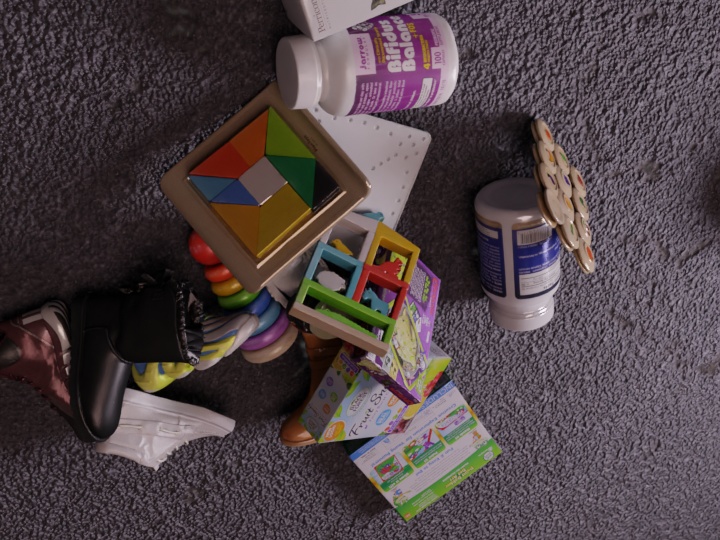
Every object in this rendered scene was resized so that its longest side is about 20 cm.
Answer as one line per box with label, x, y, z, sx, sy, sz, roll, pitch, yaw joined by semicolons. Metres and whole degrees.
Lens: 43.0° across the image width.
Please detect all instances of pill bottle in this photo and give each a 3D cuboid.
pill bottle;0.225;-0.021;1.299;0.115;0.116;0.201;-16;122;-13
pill bottle;0.006;-0.243;1.085;0.199;0.112;0.113;-11;121;-21

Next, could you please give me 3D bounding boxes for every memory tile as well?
memory tile;0.274;-0.104;1.234;0.017;0.200;0.153;-23;129;28

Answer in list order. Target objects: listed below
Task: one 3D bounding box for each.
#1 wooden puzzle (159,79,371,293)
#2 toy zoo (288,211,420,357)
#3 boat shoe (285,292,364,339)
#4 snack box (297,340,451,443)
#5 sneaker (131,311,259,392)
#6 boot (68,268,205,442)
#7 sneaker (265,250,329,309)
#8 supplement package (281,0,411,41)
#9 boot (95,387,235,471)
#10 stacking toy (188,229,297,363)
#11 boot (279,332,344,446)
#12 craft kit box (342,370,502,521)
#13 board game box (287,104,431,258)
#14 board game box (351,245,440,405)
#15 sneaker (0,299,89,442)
wooden puzzle;-0.116;-0.102;1.096;0.200;0.037;0.185;-41;84;2
toy zoo;0.000;0.000;1.161;0.131;0.200;0.020;26;143;-7
boat shoe;-0.016;0.058;1.221;0.201;0.063;0.074;9;100;-51
snack box;0.023;0.164;1.266;0.200;0.053;0.143;7;118;-52
sneaker;-0.229;0.079;1.168;0.200;0.076;0.105;-29;98;20
boot;-0.270;0.105;1.119;0.162;0.073;0.199;-8;81;17
sneaker;-0.089;-0.001;1.197;0.080;0.077;0.200;-33;144;5
supplement package;0.003;-0.359;1.023;0.199;0.117;0.117;-25;126;-7
boot;-0.264;0.223;1.232;0.200;0.073;0.096;22;73;-36
stacking toy;-0.163;0.024;1.196;0.085;0.085;0.200;-32;118;-3
boot;-0.055;0.147;1.307;0.200;0.074;0.155;-35;126;-16
craft kit box;0.101;0.281;1.459;0.200;0.049;0.198;-35;122;0
board game box;-0.030;-0.114;1.199;0.199;0.026;0.201;11;112;-27
board game box;0.051;0.062;1.209;0.032;0.201;0.120;-23;130;38
sneaker;-0.408;0.139;1.166;0.115;0.076;0.201;-14;111;-9
